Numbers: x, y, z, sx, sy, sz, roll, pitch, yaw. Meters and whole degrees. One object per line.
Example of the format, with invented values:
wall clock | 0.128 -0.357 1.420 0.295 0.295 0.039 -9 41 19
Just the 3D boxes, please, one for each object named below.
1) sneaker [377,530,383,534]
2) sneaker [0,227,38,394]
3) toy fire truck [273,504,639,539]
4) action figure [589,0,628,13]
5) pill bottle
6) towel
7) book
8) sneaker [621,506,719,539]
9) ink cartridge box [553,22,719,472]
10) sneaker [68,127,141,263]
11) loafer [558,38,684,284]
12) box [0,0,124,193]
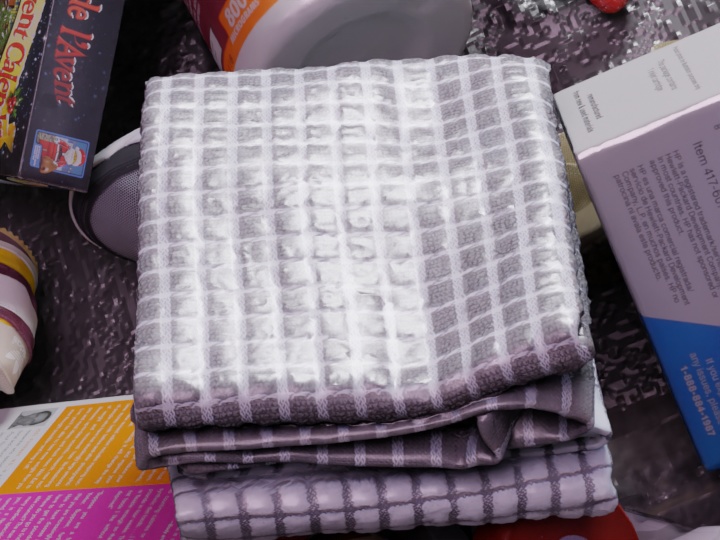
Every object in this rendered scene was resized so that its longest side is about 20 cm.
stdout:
sneaker | -0.050 0.171 0.880 0.090 0.067 0.200 19 70 31
sneaker | -0.243 0.040 0.990 0.200 0.075 0.090 -17 41 11
toy fire truck | 0.009 0.154 0.779 0.112 0.168 0.200 -24 68 55
action figure | 0.061 -0.202 0.999 0.200 0.099 0.065 48 130 -3
pill bottle | -0.040 -0.166 1.003 0.114 0.114 0.200 -31 61 3
towel | 0.000 0.000 0.792 0.165 0.086 0.200 -3 41 -2
book | -0.112 0.098 0.896 0.200 0.048 0.134 -4 24 23
sneaker | 0.139 0.137 0.823 0.200 0.075 0.082 3 80 47
ink cartridge box | 0.195 -0.033 0.841 0.200 0.146 0.084 -22 20 7
sneaker | -0.056 -0.007 0.928 0.200 0.076 0.114 8 32 25
loafer | 0.155 -0.073 0.918 0.200 0.076 0.067 -32 67 2
box | -0.157 -0.140 1.009 0.136 0.038 0.200 7 85 52
